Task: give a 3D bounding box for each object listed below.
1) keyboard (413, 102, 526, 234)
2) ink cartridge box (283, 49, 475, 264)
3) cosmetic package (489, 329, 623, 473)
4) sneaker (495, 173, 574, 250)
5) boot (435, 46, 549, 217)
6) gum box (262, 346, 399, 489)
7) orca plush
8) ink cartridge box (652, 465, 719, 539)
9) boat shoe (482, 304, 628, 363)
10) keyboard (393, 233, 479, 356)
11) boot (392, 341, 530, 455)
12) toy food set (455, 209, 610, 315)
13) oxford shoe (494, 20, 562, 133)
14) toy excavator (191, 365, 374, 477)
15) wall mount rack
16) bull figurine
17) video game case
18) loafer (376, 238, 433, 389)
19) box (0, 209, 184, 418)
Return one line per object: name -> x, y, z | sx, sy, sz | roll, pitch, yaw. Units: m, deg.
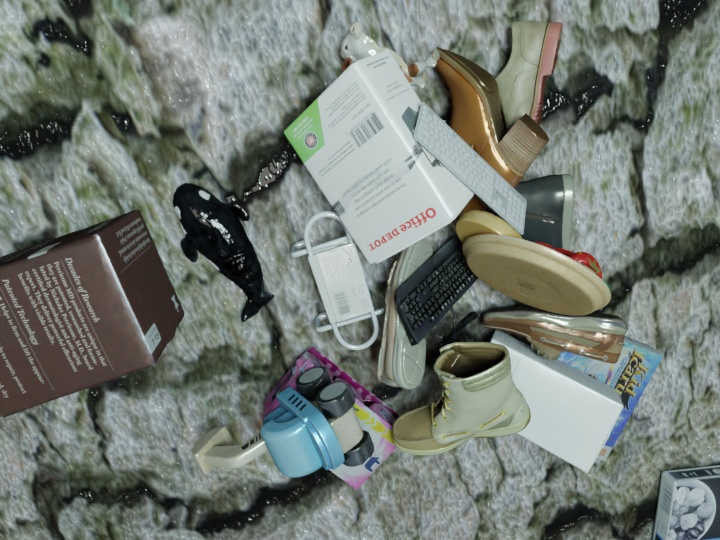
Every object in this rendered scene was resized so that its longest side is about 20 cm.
keyboard -> 0.136, -0.117, 0.642 | 0.199, 0.057, 0.011 | 35, 139, -27
ink cartridge box -> 0.023, -0.131, 0.655 | 0.144, 0.084, 0.202 | -28, 100, 42
cosmetic package -> 0.263, 0.185, 0.790 | 0.198, 0.081, 0.115 | 28, 103, 14
sneaker -> 0.246, -0.040, 0.781 | 0.104, 0.075, 0.204 | 0, 116, 15
boot -> 0.134, -0.180, 0.723 | 0.200, 0.076, 0.156 | 46, 127, 6
gum box -> -0.044, 0.219, 0.811 | 0.199, 0.066, 0.114 | 40, 99, -15
orca plush -> -0.189, -0.020, 0.724 | 0.103, 0.071, 0.204 | -17, 107, -2
ink cartridge box -> 0.630, 0.445, 0.968 | 0.195, 0.043, 0.203 | -4, 106, -7
boat shoe -> 0.269, 0.092, 0.765 | 0.196, 0.075, 0.074 | 5, 96, 29
keyboard -> 0.123, 0.037, 0.739 | 0.199, 0.020, 0.129 | -39, 112, -39
boot -> 0.116, 0.171, 0.719 | 0.196, 0.073, 0.156 | -17, 131, 15
toy food set -> 0.219, -0.002, 0.689 | 0.049, 0.197, 0.198 | -63, 146, -12
oxford shoe -> 0.211, -0.228, 0.727 | 0.073, 0.070, 0.204 | 16, 107, 17
toy excavator -> -0.111, 0.219, 0.709 | 0.198, 0.193, 0.102 | -29, 110, -25
wall mount rack -> 0.000, 0.000, 0.756 | 0.170, 0.075, 0.204 | -16, 108, 1
bull figurine -> 0.043, -0.217, 0.688 | 0.120, 0.065, 0.203 | 5, 121, 36
video game case -> 0.355, 0.187, 0.861 | 0.178, 0.046, 0.203 | 20, 102, -12
loafer -> 0.054, 0.054, 0.726 | 0.071, 0.062, 0.204 | 19, 73, -42
box -> -0.358, 0.045, 0.673 | 0.196, 0.166, 0.167 | -19, 107, -1
